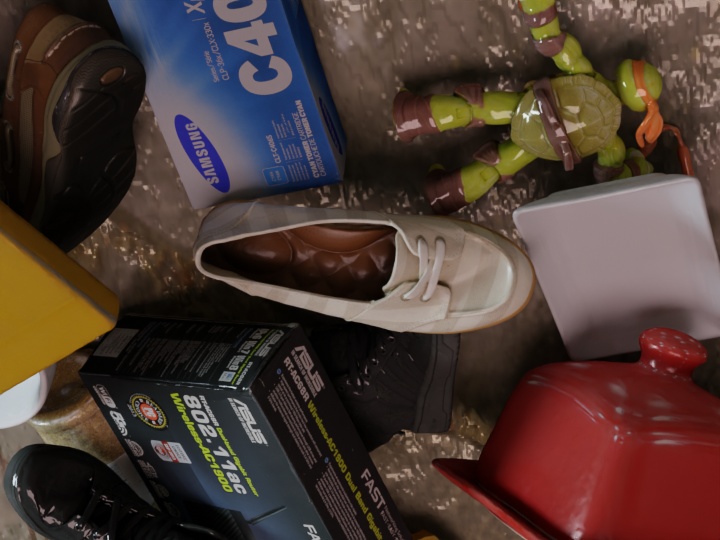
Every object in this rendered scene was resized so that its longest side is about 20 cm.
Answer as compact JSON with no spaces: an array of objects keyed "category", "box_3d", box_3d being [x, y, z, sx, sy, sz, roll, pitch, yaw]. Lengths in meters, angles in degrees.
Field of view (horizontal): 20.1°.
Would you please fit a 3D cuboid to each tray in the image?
[{"category":"tray","box_3d":[0.160,-0.004,1.218,0.107,0.022,0.200,-11,150,11]}]

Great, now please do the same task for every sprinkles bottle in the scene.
[{"category":"sprinkles bottle","box_3d":[-0.153,0.143,1.362,0.068,0.068,0.200,-16,129,16]}]

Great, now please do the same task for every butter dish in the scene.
[{"category":"butter dish","box_3d":[0.176,0.108,1.265,0.198,0.200,0.149,10,100,-26]}]

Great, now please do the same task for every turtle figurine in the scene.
[{"category":"turtle figurine","box_3d":[0.110,-0.080,1.160,0.160,0.065,0.200,-18,128,17]}]

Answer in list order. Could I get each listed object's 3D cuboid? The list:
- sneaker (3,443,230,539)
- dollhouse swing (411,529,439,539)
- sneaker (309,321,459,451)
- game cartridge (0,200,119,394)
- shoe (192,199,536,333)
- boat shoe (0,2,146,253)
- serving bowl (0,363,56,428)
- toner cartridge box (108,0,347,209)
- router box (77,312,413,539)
[{"category":"sneaker","box_3d":[-0.124,0.173,1.273,0.200,0.060,0.104,43,155,-31]},{"category":"dollhouse swing","box_3d":[-0.011,0.272,1.493,0.200,0.176,0.182,44,78,-30]},{"category":"sneaker","box_3d":[0.007,0.057,1.272,0.104,0.060,0.200,1,143,0]},{"category":"game cartridge","box_3d":[-0.262,0.004,1.115,0.176,0.033,0.200,-29,126,24]},{"category":"shoe","box_3d":[0.000,0.000,1.160,0.199,0.053,0.070,7,99,7]},{"category":"boat shoe","box_3d":[-0.175,-0.080,1.173,0.074,0.076,0.200,46,144,15]},{"category":"serving bowl","box_3d":[-0.267,0.010,1.235,0.199,0.066,0.201,17,143,13]},{"category":"toner cartridge box","box_3d":[-0.078,-0.129,1.139,0.094,0.043,0.201,-9,130,13]},{"category":"router box","box_3d":[-0.069,0.122,1.284,0.149,0.062,0.201,1,131,39]}]
